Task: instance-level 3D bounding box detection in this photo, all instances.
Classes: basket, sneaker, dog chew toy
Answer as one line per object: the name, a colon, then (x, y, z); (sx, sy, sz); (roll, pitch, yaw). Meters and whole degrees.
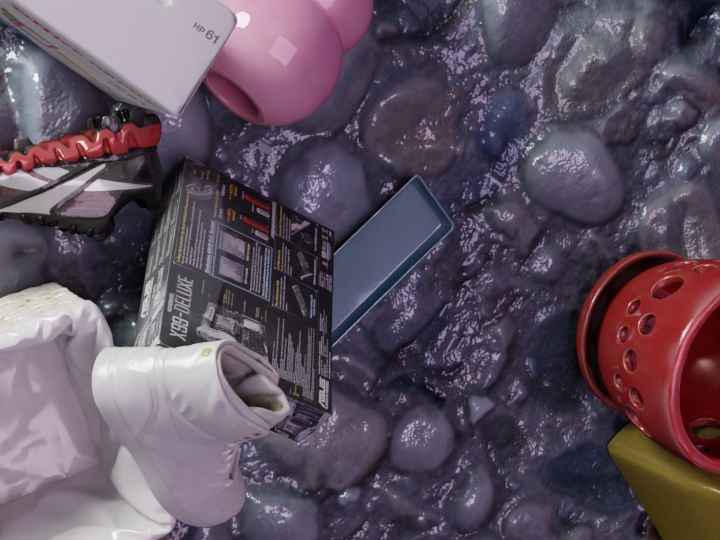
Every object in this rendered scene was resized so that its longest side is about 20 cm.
basket: (-0.274, 0.131, 0.817); (0.199, 0.161, 0.200); (-22, 109, -19)
sneaker: (-0.099, 0.124, 0.779); (0.115, 0.074, 0.201); (-8, 138, 17)
sneaker: (-0.245, -0.061, 0.841); (0.199, 0.071, 0.099); (-18, 106, -23)
dog chew toy: (-0.047, -0.218, 0.881); (0.124, 0.124, 0.201); (43, 73, -26)

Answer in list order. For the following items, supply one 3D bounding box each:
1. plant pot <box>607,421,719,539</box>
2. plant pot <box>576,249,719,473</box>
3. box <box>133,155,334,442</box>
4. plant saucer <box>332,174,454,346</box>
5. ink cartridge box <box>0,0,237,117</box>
plant pot: (0.431, 0.224, 1.152); (0.194, 0.200, 0.196); (-41, 114, -13)
plant pot: (0.333, 0.084, 1.085); (0.199, 0.182, 0.202); (-5, 102, -25)
box: (-0.097, 0.021, 0.870); (0.157, 0.201, 0.050); (26, 133, -28)
plant saucer: (0.000, 0.000, 1.001); (0.200, 0.019, 0.070); (-44, 115, -12)
ink cartridge box: (-0.191, -0.189, 0.768); (0.144, 0.200, 0.085); (34, 85, -27)
